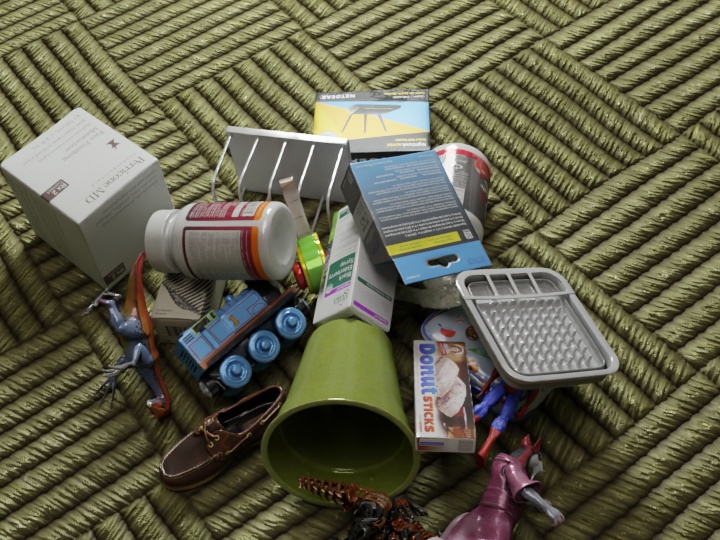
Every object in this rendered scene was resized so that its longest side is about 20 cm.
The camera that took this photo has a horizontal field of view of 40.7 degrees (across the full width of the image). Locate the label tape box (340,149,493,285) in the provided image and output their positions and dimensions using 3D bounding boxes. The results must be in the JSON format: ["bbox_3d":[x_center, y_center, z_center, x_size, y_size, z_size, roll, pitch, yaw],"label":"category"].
[{"bbox_3d":[0.074,-0.062,1.347,0.143,0.063,0.202,-11,63,-24],"label":"label tape box"}]

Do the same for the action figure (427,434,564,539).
[{"bbox_3d":[0.163,0.286,1.164,0.147,0.134,0.202,20,68,7],"label":"action figure"}]

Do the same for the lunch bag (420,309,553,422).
[{"bbox_3d":[0.183,0.107,1.348,0.199,0.076,0.160,35,65,28],"label":"lunch bag"}]

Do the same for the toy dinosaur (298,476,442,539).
[{"bbox_3d":[0.012,0.320,1.188,0.198,0.103,0.136,17,44,24],"label":"toy dinosaur"}]

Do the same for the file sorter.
[{"bbox_3d":[-0.121,-0.125,1.521,0.197,0.139,0.126,8,55,12],"label":"file sorter"}]

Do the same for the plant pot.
[{"bbox_3d":[-0.019,0.168,1.261,0.197,0.202,0.191,-1,40,5],"label":"plant pot"}]

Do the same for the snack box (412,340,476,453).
[{"bbox_3d":[0.102,0.154,1.216,0.071,0.025,0.201,1,30,1],"label":"snack box"}]

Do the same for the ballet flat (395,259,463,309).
[{"bbox_3d":[0.091,0.014,1.376,0.072,0.072,0.199,-44,25,-26],"label":"ballet flat"}]

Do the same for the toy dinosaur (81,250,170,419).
[{"bbox_3d":[-0.305,0.107,1.347,0.181,0.105,0.200,45,81,-11],"label":"toy dinosaur"}]

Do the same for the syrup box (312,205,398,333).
[{"bbox_3d":[0.000,0.000,1.383,0.078,0.081,0.202,-27,40,41],"label":"syrup box"}]

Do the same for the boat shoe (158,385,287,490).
[{"bbox_3d":[-0.183,0.217,1.297,0.199,0.071,0.070,-31,56,-17],"label":"boat shoe"}]

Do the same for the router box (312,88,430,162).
[{"bbox_3d":[0.020,-0.239,1.651,0.197,0.051,0.151,-2,53,4],"label":"router box"}]

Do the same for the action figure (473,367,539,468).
[{"bbox_3d":[0.187,0.159,1.242,0.065,0.052,0.200,31,62,19],"label":"action figure"}]

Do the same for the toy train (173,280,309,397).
[{"bbox_3d":[-0.164,0.089,1.368,0.200,0.087,0.114,-41,88,-24],"label":"toy train"}]

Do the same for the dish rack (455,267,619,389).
[{"bbox_3d":[0.221,0.078,1.251,0.170,0.044,0.201,-2,41,-23],"label":"dish rack"}]

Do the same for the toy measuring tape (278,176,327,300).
[{"bbox_3d":[-0.076,-0.035,1.418,0.073,0.202,0.074,-16,16,5],"label":"toy measuring tape"}]

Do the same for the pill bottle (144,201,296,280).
[{"bbox_3d":[-0.199,-0.042,1.381,0.197,0.110,0.110,1,50,20],"label":"pill bottle"}]

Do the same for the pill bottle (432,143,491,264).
[{"bbox_3d":[0.137,-0.088,1.482,0.109,0.111,0.202,5,52,10],"label":"pill bottle"}]

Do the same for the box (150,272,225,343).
[{"bbox_3d":[-0.249,0.011,1.468,0.081,0.069,0.202,1,52,8],"label":"box"}]

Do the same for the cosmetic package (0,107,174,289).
[{"bbox_3d":[-0.419,-0.113,1.521,0.199,0.166,0.165,31,61,26],"label":"cosmetic package"}]
